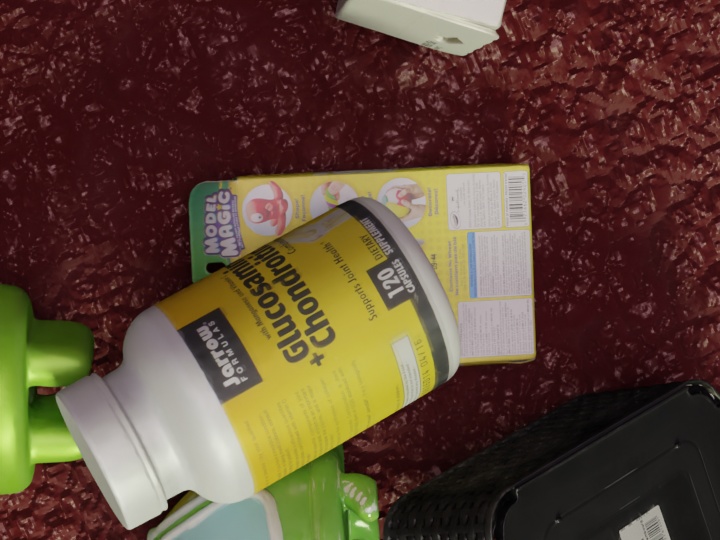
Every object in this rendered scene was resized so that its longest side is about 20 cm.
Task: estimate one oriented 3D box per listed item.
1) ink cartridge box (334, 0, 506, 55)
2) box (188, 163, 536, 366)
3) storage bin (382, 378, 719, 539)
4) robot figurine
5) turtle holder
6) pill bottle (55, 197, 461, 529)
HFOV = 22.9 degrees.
[{"bbox_3d":[0.050,-0.231,0.978,0.082,0.147,0.202,13,91,-6],"label":"ink cartridge box"},{"bbox_3d":[0.000,0.000,1.036,0.198,0.048,0.119,-3,94,-9],"label":"box"},{"bbox_3d":[0.126,0.156,0.988,0.199,0.093,0.136,-24,96,-38],"label":"storage bin"},{"bbox_3d":[-0.246,0.067,0.975,0.198,0.116,0.177,-2,105,-6],"label":"robot figurine"},{"bbox_3d":[-0.053,0.159,0.991,0.130,0.141,0.188,-5,96,0],"label":"turtle holder"},{"bbox_3d":[-0.054,0.052,0.939,0.199,0.112,0.113,-29,96,-15],"label":"pill bottle"}]
